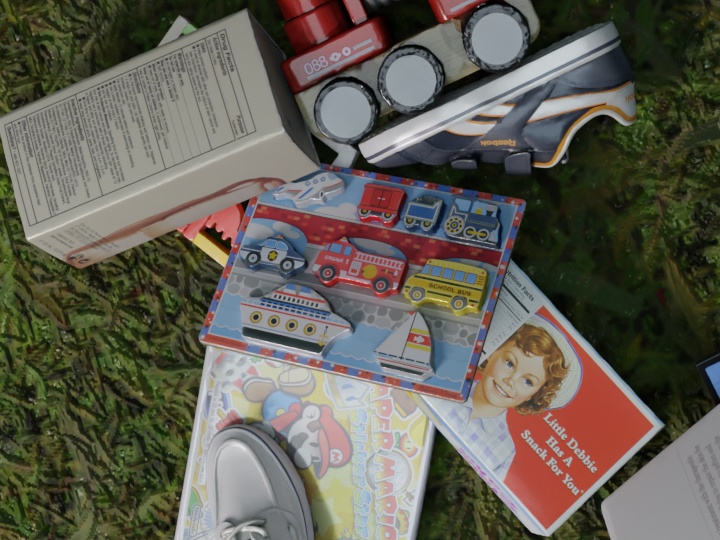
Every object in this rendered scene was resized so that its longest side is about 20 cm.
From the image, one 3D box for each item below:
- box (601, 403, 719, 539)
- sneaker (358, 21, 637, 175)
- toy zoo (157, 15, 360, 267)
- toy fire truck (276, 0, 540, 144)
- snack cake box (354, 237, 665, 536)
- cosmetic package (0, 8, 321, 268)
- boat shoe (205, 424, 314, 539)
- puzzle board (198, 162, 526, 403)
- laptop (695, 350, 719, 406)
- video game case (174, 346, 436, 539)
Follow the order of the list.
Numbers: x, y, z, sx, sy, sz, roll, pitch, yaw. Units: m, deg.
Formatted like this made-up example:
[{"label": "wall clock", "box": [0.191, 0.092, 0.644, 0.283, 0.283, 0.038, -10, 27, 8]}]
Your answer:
[{"label": "box", "box": [0.290, 0.206, 0.938, 0.200, 0.199, 0.171, 41, 108, -20]}, {"label": "sneaker", "box": [0.099, -0.100, 1.047, 0.199, 0.078, 0.080, -22, 101, 16]}, {"label": "toy zoo", "box": [-0.093, -0.078, 1.107, 0.200, 0.020, 0.131, 38, 99, 5]}, {"label": "toy fire truck", "box": [0.012, -0.213, 1.044, 0.175, 0.129, 0.201, -25, 100, 10]}, {"label": "snack cake box", "box": [0.101, 0.075, 1.051, 0.115, 0.067, 0.200, -42, 87, -8]}, {"label": "cosmetic package", "box": [-0.142, -0.090, 1.049, 0.199, 0.087, 0.104, -20, 71, 11]}, {"label": "boat shoe", "box": [-0.068, 0.203, 1.059, 0.073, 0.065, 0.201, -25, 74, 10]}, {"label": "puzzle board", "box": [0.000, 0.000, 1.025, 0.199, 0.017, 0.151, 11, 68, 21]}, {"label": "laptop", "box": [0.348, 0.107, 1.009, 0.177, 0.103, 0.201, -27, 89, 10]}, {"label": "video game case", "box": [-0.040, 0.148, 1.114, 0.181, 0.023, 0.201, 11, 95, 8]}]
